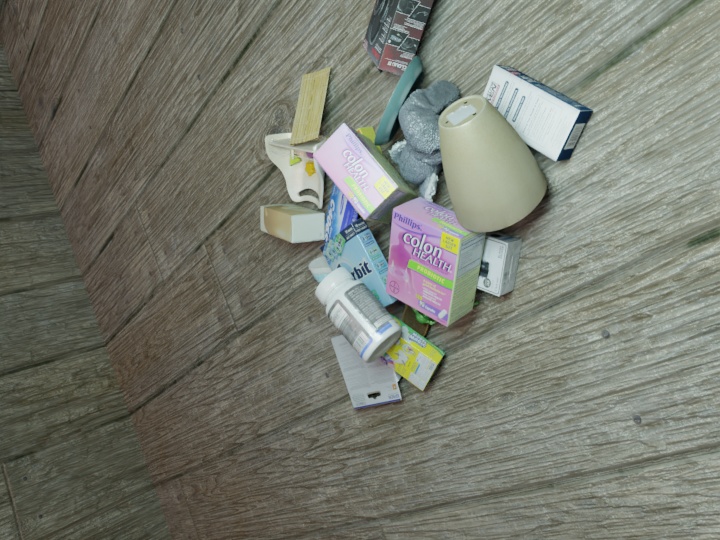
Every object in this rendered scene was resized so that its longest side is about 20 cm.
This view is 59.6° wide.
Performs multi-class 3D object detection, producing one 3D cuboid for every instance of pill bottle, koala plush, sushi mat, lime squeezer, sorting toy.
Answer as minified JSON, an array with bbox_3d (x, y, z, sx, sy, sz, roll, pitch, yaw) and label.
[{"bbox_3d":[-0.008,0.097,1.419,0.201,0.113,0.115,49,130,19],"label":"pill bottle"},{"bbox_3d":[0.138,-0.258,1.315,0.179,0.181,0.201,53,144,20],"label":"koala plush"},{"bbox_3d":[-0.125,-0.408,1.562,0.094,0.012,0.205,-3,71,34],"label":"sushi mat"},{"bbox_3d":[0.168,0.088,1.422,0.196,0.038,0.072,9,83,23],"label":"lime squeezer"},{"bbox_3d":[-0.144,-0.258,1.643,0.197,0.106,0.184,19,121,40],"label":"sorting toy"}]

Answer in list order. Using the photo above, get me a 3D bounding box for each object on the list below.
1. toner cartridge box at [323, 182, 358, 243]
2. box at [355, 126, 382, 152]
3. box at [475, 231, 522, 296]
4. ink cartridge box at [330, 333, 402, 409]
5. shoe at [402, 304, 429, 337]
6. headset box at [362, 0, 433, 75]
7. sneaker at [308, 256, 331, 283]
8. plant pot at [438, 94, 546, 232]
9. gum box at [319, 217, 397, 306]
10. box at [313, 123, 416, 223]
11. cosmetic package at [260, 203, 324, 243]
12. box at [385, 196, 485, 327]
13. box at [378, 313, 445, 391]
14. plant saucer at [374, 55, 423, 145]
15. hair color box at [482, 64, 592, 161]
[{"bbox_3d":[-0.047,-0.136,1.564,0.096,0.042,0.203,-117,32,-42],"label":"toner cartridge box"},{"bbox_3d":[0.027,-0.234,1.502,0.075,0.049,0.204,-25,82,46],"label":"box"},{"bbox_3d":[0.236,-0.035,1.336,0.198,0.059,0.120,21,115,40],"label":"box"},{"bbox_3d":[0.023,0.247,1.635,0.198,0.040,0.205,-22,85,46],"label":"ink cartridge box"},{"bbox_3d":[0.140,0.072,1.473,0.068,0.053,0.205,13,115,20],"label":"shoe"},{"bbox_3d":[0.075,-0.519,1.323,0.150,0.075,0.203,-110,35,-51],"label":"headset box"},{"bbox_3d":[-0.041,0.007,1.634,0.197,0.074,0.083,4,133,39],"label":"sneaker"},{"bbox_3d":[0.223,-0.209,1.155,0.185,0.189,0.201,6,142,43],"label":"plant pot"},{"bbox_3d":[0.000,0.000,1.482,0.203,0.044,0.169,61,146,1],"label":"gum box"},{"bbox_3d":[0.015,-0.202,1.356,0.096,0.200,0.177,-41,80,13],"label":"box"},{"bbox_3d":[-0.183,-0.129,1.674,0.199,0.103,0.073,20,113,54],"label":"cosmetic package"},{"bbox_3d":[0.152,-0.020,1.303,0.174,0.096,0.204,29,127,36],"label":"box"},{"bbox_3d":[0.094,0.185,1.494,0.198,0.048,0.119,34,136,13],"label":"box"},{"bbox_3d":[0.086,-0.352,1.329,0.027,0.201,0.203,27,124,3],"label":"plant saucer"},{"bbox_3d":[0.322,-0.298,1.181,0.199,0.060,0.102,41,126,30],"label":"hair color box"}]
